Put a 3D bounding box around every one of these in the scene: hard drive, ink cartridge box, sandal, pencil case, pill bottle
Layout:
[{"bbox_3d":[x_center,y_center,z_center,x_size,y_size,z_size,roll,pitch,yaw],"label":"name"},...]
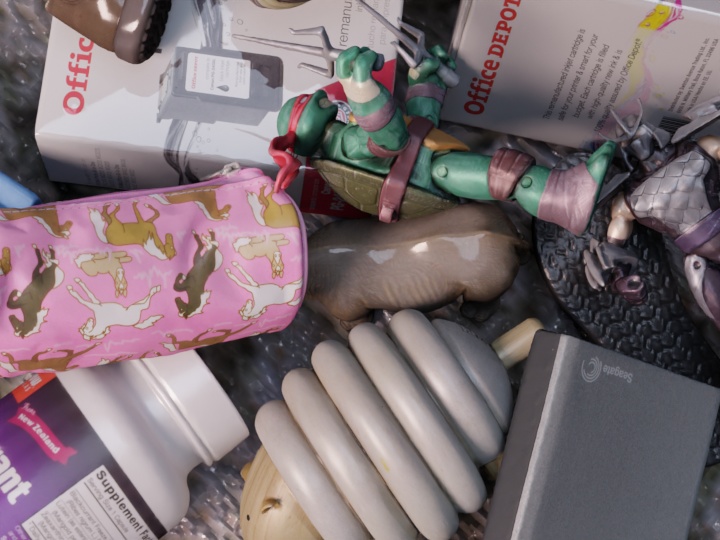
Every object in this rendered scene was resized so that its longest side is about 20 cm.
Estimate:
[{"bbox_3d":[0.122,0.144,0.837,0.139,0.033,0.202,19,83,-39],"label":"hard drive"},{"bbox_3d":[-0.080,-0.120,0.903,0.198,0.083,0.146,7,77,-3],"label":"ink cartridge box"},{"bbox_3d":[0.159,0.025,0.916,0.075,0.045,0.201,-30,96,-5],"label":"sandal"},{"bbox_3d":[-0.128,0.001,0.776,0.199,0.083,0.087,-10,61,-26],"label":"pencil case"},{"bbox_3d":[0.154,-0.137,0.887,0.198,0.145,0.084,12,61,-2],"label":"ink cartridge box"},{"bbox_3d":[-0.162,0.115,0.832,0.200,0.111,0.112,-36,83,-11],"label":"pill bottle"}]

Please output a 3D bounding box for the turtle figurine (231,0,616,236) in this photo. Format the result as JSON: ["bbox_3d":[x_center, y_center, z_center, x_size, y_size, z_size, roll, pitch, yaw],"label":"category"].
[{"bbox_3d":[0.030,-0.073,0.812,0.199,0.150,0.101,20,110,5],"label":"turtle figurine"}]

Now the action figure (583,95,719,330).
[{"bbox_3d":[0.197,-0.009,0.850,0.130,0.069,0.201,-36,88,26],"label":"action figure"}]

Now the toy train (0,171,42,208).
[{"bbox_3d":[-0.227,-0.027,0.856,0.199,0.114,0.087,33,78,4],"label":"toy train"}]

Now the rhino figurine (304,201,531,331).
[{"bbox_3d":[0.000,0.000,0.880,0.198,0.087,0.060,-7,74,3],"label":"rhino figurine"}]

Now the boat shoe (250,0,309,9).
[{"bbox_3d":[0.022,-0.198,0.836,0.200,0.073,0.075,-41,121,-26],"label":"boat shoe"}]

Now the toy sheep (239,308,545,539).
[{"bbox_3d":[0.019,0.091,0.844,0.199,0.138,0.138,-36,82,-6],"label":"toy sheep"}]

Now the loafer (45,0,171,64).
[{"bbox_3d":[-0.122,-0.215,0.841,0.070,0.073,0.201,14,74,-2],"label":"loafer"}]
